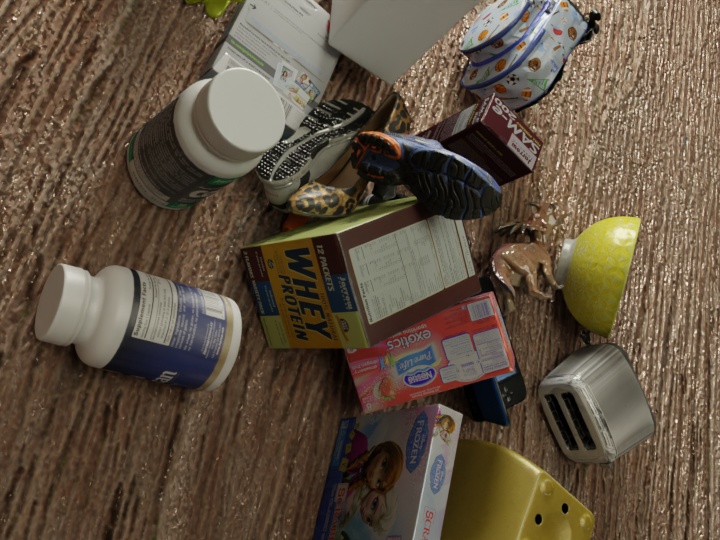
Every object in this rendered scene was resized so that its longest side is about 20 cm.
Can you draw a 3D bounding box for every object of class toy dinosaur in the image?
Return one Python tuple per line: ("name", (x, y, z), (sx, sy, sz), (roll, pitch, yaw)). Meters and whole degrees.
("toy dinosaur", (0.240, -0.018, 1.358), (0.200, 0.086, 0.136), (-30, 96, -48))

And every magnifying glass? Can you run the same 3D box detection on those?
("magnifying glass", (-0.057, -0.127, 1.216), (0.080, 0.022, 0.201), (39, 56, -22))

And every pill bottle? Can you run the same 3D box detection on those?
("pill bottle", (-0.177, -0.148, 1.012), (0.113, 0.200, 0.114), (11, 72, -35))
("pill bottle", (-0.240, 0.059, 0.964), (0.199, 0.111, 0.112), (19, 67, -32))

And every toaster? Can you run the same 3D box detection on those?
("toaster", (0.363, 0.204, 1.385), (0.129, 0.113, 0.201), (-28, 97, -37))

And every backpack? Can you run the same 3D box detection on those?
("backpack", (0.249, -0.344, 1.409), (0.154, 0.200, 0.191), (33, 66, -20))

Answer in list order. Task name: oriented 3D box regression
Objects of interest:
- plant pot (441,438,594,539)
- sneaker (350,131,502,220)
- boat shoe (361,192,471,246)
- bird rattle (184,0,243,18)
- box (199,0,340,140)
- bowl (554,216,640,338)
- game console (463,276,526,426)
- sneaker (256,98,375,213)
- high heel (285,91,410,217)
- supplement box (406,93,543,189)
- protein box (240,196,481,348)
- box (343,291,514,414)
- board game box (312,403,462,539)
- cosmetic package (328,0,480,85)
("plant pot", (0.181, 0.339, 1.153), (0.195, 0.200, 0.195), (41, 56, -20))
("sneaker", (0.084, -0.122, 1.040), (0.078, 0.200, 0.076), (-24, 134, -45))
("boat shoe", (0.095, -0.066, 1.283), (0.199, 0.066, 0.070), (26, 63, -29))
("bird rattle", (-0.195, -0.443, 1.150), (0.162, 0.113, 0.201), (16, 64, -16))
("box", (-0.110, -0.293, 1.206), (0.156, 0.041, 0.201), (34, 60, -27))
("bowl", (0.373, -0.001, 1.437), (0.107, 0.200, 0.201), (16, 60, 14))
("game console", (0.193, 0.108, 1.274), (0.170, 0.118, 0.201), (-16, 88, -41))
("sneaker", (-0.057, -0.153, 1.167), (0.074, 0.080, 0.200), (35, 60, 28))
("high heel", (-0.016, -0.146, 1.105), (0.200, 0.071, 0.143), (-20, 127, -45))
("supplement box", (0.146, -0.161, 1.263), (0.109, 0.200, 0.061), (39, 57, -23))
("protein box", (0.000, 0.000, 1.099), (0.200, 0.198, 0.136), (-22, 101, -39))
("box", (0.089, 0.104, 1.142), (0.095, 0.199, 0.103), (-7, 79, -79))
("board game box", (0.025, 0.267, 1.053), (0.041, 0.199, 0.201), (27, 62, -28))
("cosmetic package", (0.063, -0.407, 1.237), (0.123, 0.199, 0.201), (27, 45, -29))
